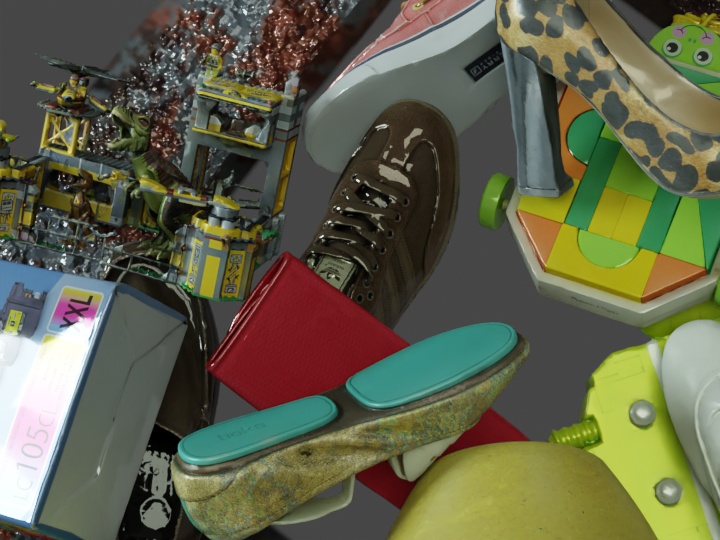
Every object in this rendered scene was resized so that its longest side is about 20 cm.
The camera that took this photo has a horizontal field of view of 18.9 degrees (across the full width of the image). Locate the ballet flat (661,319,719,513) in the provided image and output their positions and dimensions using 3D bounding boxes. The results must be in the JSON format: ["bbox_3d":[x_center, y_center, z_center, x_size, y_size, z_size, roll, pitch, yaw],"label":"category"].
[{"bbox_3d":[0.218,0.117,1.162,0.069,0.069,0.201,-17,80,-5],"label":"ballet flat"}]

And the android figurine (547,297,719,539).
[{"bbox_3d":[0.206,0.091,1.223,0.199,0.041,0.183,-15,79,-6],"label":"android figurine"}]

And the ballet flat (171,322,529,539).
[{"bbox_3d":[-0.001,0.088,1.129,0.199,0.071,0.071,-21,79,-13],"label":"ballet flat"}]

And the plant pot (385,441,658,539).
[{"bbox_3d":[0.085,0.174,1.135,0.198,0.200,0.143,0,64,-2],"label":"plant pot"}]

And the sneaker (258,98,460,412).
[{"bbox_3d":[0.000,0.000,1.196,0.070,0.076,0.201,21,92,11],"label":"sneaker"}]

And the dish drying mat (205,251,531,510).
[{"bbox_3d":[0.008,0.074,1.177,0.200,0.018,0.077,38,86,-28],"label":"dish drying mat"}]

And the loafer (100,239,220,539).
[{"bbox_3d":[-0.112,0.078,1.199,0.072,0.071,0.202,-5,78,-3],"label":"loafer"}]

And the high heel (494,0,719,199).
[{"bbox_3d":[0.170,-0.114,1.156,0.198,0.071,0.144,-2,107,17],"label":"high heel"}]

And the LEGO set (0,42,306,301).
[{"bbox_3d":[-0.118,-0.069,1.183,0.199,0.154,0.117,17,105,18],"label":"LEGO set"}]

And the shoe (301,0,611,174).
[{"bbox_3d":[0.049,-0.137,1.257,0.199,0.072,0.091,-32,39,14],"label":"shoe"}]

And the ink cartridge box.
[{"bbox_3d":[-0.208,0.063,1.171,0.199,0.076,0.137,10,75,34],"label":"ink cartridge box"}]

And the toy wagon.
[{"bbox_3d":[0.163,-0.069,1.237,0.154,0.040,0.201,18,71,16],"label":"toy wagon"}]
